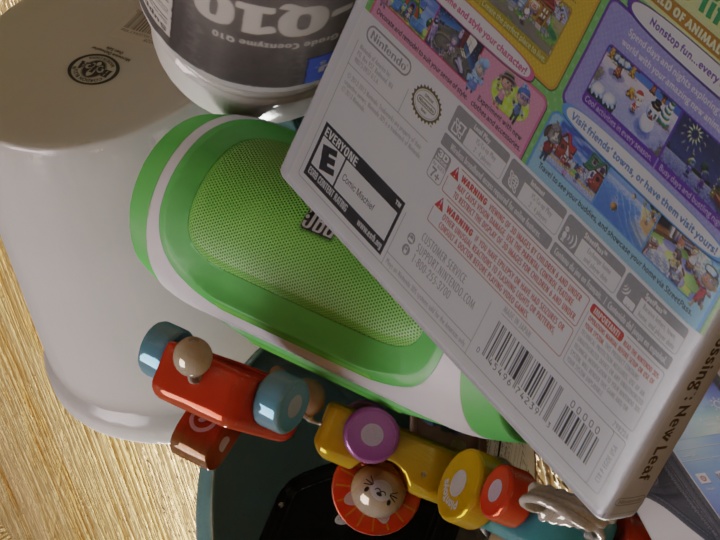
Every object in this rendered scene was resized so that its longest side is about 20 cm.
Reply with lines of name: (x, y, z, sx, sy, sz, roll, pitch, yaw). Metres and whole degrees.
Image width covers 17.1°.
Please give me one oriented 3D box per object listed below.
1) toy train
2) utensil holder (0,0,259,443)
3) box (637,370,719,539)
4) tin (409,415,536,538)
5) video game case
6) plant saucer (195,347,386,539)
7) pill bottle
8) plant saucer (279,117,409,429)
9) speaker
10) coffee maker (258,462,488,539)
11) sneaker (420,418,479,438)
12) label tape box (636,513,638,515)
toy train: (0.010, 0.084, 0.927, 0.199, 0.056, 0.150, 22, 179, 24)
utensil holder: (-0.112, -0.036, 1.272, 0.170, 0.169, 0.201, 41, 156, 44)
box: (0.129, 0.037, 0.846, 0.119, 0.042, 0.201, -2, 128, 47)
tin: (0.056, 0.092, 1.142, 0.201, 0.042, 0.112, 77, -164, -50)
video game case: (0.065, -0.049, 0.809, 0.200, 0.022, 0.183, 47, 125, 35)
plant saucer: (-0.020, 0.126, 1.126, 0.027, 0.200, 0.201, -11, 116, 31)
pill bottle: (-0.034, -0.140, 0.955, 0.114, 0.113, 0.200, 54, 164, 13)
plant saucer: (0.008, -0.018, 1.149, 0.019, 0.070, 0.201, 0, 125, 41)
speaker: (0.000, 0.000, 0.968, 0.199, 0.088, 0.089, 23, 145, 35)
coffee maker: (0.025, 0.209, 1.053, 0.134, 0.192, 0.200, 21, 158, 50)
sneaker: (0.039, -0.004, 1.033, 0.200, 0.077, 0.086, -127, 24, -51)
label tape box: (0.156, 0.220, 1.038, 0.144, 0.066, 0.201, -90, -19, -61)
